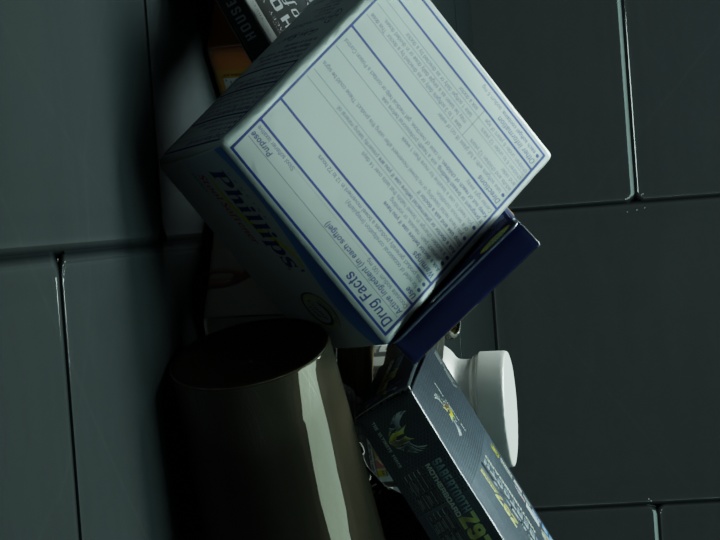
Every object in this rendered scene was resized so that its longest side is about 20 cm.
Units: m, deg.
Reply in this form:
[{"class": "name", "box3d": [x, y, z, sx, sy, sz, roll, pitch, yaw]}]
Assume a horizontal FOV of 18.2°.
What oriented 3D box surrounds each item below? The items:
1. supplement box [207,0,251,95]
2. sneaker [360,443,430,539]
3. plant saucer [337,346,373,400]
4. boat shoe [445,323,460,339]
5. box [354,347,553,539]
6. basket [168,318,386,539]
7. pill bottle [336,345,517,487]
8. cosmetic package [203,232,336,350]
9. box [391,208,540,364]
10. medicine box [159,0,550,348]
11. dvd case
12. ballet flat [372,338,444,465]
[{"class": "supplement box", "box3d": [-0.068, -0.126, 1.780, 0.200, 0.069, 0.067, 78, 11, -48]}, {"class": "sneaker", "box3d": [-0.008, 0.169, 1.683, 0.076, 0.199, 0.115, -37, 133, -33]}, {"class": "plant saucer", "box3d": [0.000, 0.000, 1.715, 0.200, 0.029, 0.201, 3, 90, -89]}, {"class": "boat shoe", "box3d": [0.054, -0.018, 1.834, 0.200, 0.065, 0.073, 84, 17, -50]}, {"class": "box", "box3d": [0.075, 0.158, 1.622, 0.200, 0.051, 0.158, 58, 12, -5]}, {"class": "basket", "box3d": [-0.056, 0.145, 1.547, 0.180, 0.135, 0.201, -91, 170, -70]}, {"class": "pill bottle", "box3d": [0.023, 0.118, 1.822, 0.116, 0.199, 0.116, -4, 90, -81]}, {"class": "cosmetic package", "box3d": [-0.062, -0.009, 1.693, 0.104, 0.087, 0.200, 82, 8, -46]}, {"class": "box", "box3d": [0.068, 0.005, 1.599, 0.032, 0.121, 0.200, 46, 4, -6]}, {"class": "medicine box", "box3d": [-0.002, -0.078, 1.554, 0.200, 0.103, 0.182, -47, 109, -24]}, {"class": "dvd case", "box3d": [-0.070, -0.230, 1.674, 0.151, 0.025, 0.200, 60, 22, -7]}, {"class": "ballet flat", "box3d": [0.033, 0.051, 1.738, 0.066, 0.057, 0.201, 12, 87, -68]}]
